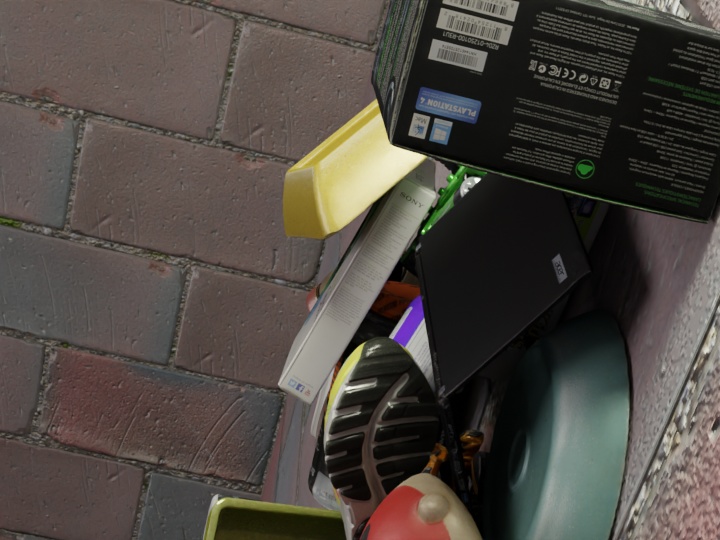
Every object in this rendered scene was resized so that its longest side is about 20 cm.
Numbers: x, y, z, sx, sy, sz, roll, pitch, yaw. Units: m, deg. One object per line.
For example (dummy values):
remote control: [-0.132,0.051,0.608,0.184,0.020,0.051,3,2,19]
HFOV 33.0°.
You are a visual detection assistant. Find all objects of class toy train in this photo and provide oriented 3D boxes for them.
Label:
toy train: [0.071,-0.041,0.939,0.057,0.042,0.200,-55,-1,-20]

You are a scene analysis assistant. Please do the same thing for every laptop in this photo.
laptop: [0.094,0.043,0.799,0.178,0.102,0.201,-94,-8,-57]

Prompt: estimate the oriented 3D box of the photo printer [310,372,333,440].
photo printer: [0.015,0.086,1.367,0.166,0.069,0.202,-26,-48,-70]

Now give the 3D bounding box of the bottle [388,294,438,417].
bottle: [0.058,0.062,0.978,0.200,0.065,0.084,-55,-19,-33]

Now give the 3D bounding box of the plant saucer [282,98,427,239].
plant saucer: [0.016,-0.107,0.992,0.200,0.049,0.200,-40,11,-8]

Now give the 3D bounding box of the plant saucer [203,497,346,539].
plant saucer: [-0.062,0.281,0.947,0.048,0.199,0.202,4,81,52]

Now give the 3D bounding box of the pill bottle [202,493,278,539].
pill bottle: [-0.055,0.285,1.179,0.106,0.198,0.107,-169,90,-83]

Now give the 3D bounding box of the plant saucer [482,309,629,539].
plant saucer: [0.112,0.119,0.752,0.200,0.036,0.202,-168,90,-84]

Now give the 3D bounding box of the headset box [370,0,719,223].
headset box: [0.100,-0.114,0.681,0.200,0.172,0.094,-99,23,-72]

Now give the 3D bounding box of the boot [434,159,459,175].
boot: [0.113,-0.180,1.143,0.200,0.076,0.170,-120,39,-71]

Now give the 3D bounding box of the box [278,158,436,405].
box: [0.000,0.000,1.014,0.201,0.036,0.144,-58,5,14]

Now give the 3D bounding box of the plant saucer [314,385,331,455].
plant saucer: [0.005,0.144,1.240,0.201,0.036,0.202,-48,-31,-42]

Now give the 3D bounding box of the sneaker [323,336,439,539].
sneaker: [0.007,0.122,0.852,0.091,0.077,0.201,-109,17,-54]

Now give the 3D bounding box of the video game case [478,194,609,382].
video game case: [0.128,-0.049,0.898,0.201,0.045,0.182,-86,11,-53]

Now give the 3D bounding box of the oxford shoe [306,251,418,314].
oxford shoe: [0.039,0.012,1.178,0.199,0.071,0.075,-15,-28,-49]

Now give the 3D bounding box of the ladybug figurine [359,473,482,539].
ladybug figurine: [0.040,0.217,0.781,0.136,0.071,0.201,-128,26,-50]

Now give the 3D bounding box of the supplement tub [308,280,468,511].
supplement tub: [0.031,0.118,1.094,0.123,0.121,0.202,-109,32,-78]

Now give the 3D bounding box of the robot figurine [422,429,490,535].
robot figurine: [0.058,0.219,0.929,0.145,0.058,0.202,166,116,-82]
